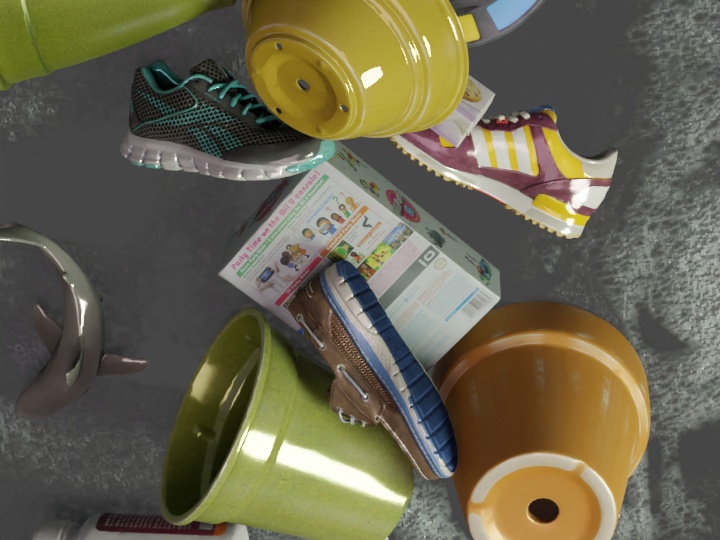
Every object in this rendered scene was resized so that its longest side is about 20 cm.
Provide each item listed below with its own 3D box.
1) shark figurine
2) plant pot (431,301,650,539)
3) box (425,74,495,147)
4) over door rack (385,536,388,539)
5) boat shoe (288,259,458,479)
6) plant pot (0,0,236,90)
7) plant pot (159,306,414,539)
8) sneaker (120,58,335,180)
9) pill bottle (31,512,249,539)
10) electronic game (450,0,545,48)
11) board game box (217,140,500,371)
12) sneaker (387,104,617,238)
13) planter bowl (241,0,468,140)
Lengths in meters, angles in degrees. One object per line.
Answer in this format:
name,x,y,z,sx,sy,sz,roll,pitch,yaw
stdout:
shark figurine,-0.263,0.053,1.394,0.127,0.090,0.216,1,120,5
plant pot,0.155,0.158,1.358,0.199,0.184,0.201,3,119,5
box,0.012,-0.175,1.235,0.200,0.041,0.039,37,146,2
over door rack,0.011,0.317,1.516,0.147,0.067,0.200,-32,131,20
boat shoe,0.011,0.093,1.312,0.072,0.072,0.201,-32,83,20
plant pot,-0.196,-0.252,1.186,0.192,0.201,0.201,-10,117,-3
plant pot,-0.054,0.159,1.392,0.183,0.201,0.201,24,119,-20
sneaker,-0.113,-0.125,1.276,0.199,0.078,0.092,9,109,25
pill bottle,-0.212,0.293,1.508,0.199,0.114,0.115,2,118,5
electronic game,0.064,-0.267,1.220,0.199,0.042,0.201,3,118,5
board game box,0.000,0.000,1.359,0.200,0.064,0.148,37,114,-15
sneaker,0.114,-0.108,1.291,0.199,0.075,0.090,26,104,-10
planter bowl,-0.025,-0.160,1.177,0.200,0.084,0.201,23,142,19
